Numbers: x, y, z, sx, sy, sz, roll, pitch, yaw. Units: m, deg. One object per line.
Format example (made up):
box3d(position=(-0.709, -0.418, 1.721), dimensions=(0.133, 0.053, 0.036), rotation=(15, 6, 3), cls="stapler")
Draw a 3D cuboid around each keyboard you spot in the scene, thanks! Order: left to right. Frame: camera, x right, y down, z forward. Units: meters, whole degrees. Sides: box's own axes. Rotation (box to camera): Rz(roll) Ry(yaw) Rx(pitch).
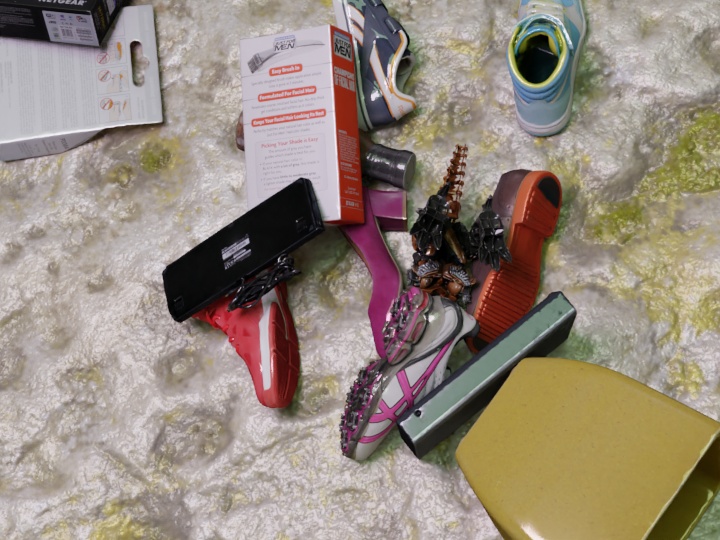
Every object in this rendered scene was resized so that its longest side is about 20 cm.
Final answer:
box3d(position=(-0.115, -0.004, 1.455), dimensions=(0.199, 0.040, 0.105), rotation=(-32, 50, 22), cls="keyboard")

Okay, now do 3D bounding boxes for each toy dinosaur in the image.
box3d(position=(0.080, -0.029, 1.450), dimensions=(0.101, 0.136, 0.203), rotation=(-7, 80, -14), cls="toy dinosaur")

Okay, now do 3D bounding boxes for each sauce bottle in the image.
box3d(position=(-0.037, -0.135, 1.548), dimensions=(0.198, 0.065, 0.065), rotation=(17, 74, 14), cls="sauce bottle")

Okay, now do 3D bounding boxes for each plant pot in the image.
box3d(position=(0.202, 0.194, 1.321), dimensions=(0.199, 0.195, 0.196), rotation=(33, 78, 25), cls="plant pot")

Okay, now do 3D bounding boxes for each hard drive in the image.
box3d(position=(0.123, 0.104, 1.388), dimensions=(0.199, 0.140, 0.033), rotation=(-39, 77, -5), cls="hard drive")

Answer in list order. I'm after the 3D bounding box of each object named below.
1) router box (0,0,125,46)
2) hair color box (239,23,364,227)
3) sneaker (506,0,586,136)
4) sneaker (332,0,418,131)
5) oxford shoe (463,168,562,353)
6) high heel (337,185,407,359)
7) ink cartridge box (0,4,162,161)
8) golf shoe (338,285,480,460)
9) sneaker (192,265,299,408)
box3d(position=(-0.371, -0.338, 1.659), dimensions=(0.197, 0.053, 0.158), rotation=(7, 48, 12), cls="router box")
box3d(position=(-0.061, -0.145, 1.483), dimensions=(0.110, 0.064, 0.203), rotation=(-5, 86, 25), cls="hair color box")
box3d(position=(0.199, -0.259, 1.514), dimensions=(0.078, 0.131, 0.203), rotation=(-1, 69, 11), cls="sneaker")
box3d(position=(0.017, -0.257, 1.576), dimensions=(0.078, 0.078, 0.203), rotation=(-13, 79, 10), cls="sneaker")
box3d(position=(0.145, -0.010, 1.479), dimensions=(0.072, 0.071, 0.202), rotation=(13, 76, 48), cls="oxford shoe")
box3d(position=(0.000, 0.000, 1.486), dimensions=(0.095, 0.068, 0.202), rotation=(0, 67, 5), cls="high heel")
box3d(position=(-0.331, -0.220, 1.649), dimensions=(0.197, 0.047, 0.162), rotation=(-7, 68, -3), cls="ink cartridge box")
box3d(position=(0.045, 0.115, 1.407), dimensions=(0.091, 0.073, 0.201), rotation=(21, 117, -17), cls="golf shoe")
box3d(position=(-0.132, 0.062, 1.498), dimensions=(0.114, 0.078, 0.202), rotation=(-15, 56, 14), cls="sneaker")
